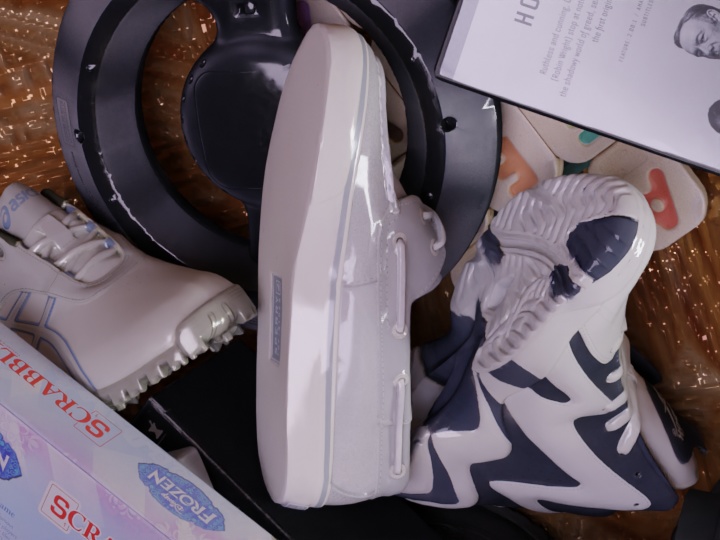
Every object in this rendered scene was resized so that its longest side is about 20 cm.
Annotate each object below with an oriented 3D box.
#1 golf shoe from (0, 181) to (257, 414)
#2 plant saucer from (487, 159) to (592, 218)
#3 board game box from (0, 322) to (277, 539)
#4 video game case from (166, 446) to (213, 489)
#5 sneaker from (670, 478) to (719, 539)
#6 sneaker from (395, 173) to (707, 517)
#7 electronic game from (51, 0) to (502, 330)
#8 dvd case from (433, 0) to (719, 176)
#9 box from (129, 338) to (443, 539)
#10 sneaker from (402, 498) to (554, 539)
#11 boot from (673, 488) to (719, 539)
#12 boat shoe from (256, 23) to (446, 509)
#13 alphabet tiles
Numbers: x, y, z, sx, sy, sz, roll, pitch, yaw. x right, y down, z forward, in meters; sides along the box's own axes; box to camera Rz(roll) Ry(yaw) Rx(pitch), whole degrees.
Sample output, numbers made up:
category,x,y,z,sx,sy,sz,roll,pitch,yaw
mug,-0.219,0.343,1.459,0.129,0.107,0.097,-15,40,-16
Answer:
category,x,y,z,sx,sy,sz,roll,pitch,yaw
golf shoe,-0.126,0.008,1.209,0.200,0.078,0.097,-7,113,52
plant saucer,0.112,-0.093,1.182,0.200,0.019,0.070,-32,95,24
board game box,-0.125,0.151,1.190,0.200,0.041,0.200,37,127,14
video game case,-0.089,0.181,1.218,0.143,0.018,0.200,-16,101,36
sneaker,0.198,0.054,1.180,0.200,0.074,0.089,-40,70,31
sneaker,0.102,0.041,1.175,0.130,0.080,0.199,14,132,-21
electronic game,-0.037,-0.065,1.194,0.200,0.042,0.200,7,115,16
dvd case,0.147,-0.116,1.125,0.200,0.025,0.150,19,96,2
box,-0.071,0.151,1.252,0.141,0.079,0.200,43,126,7
sneaker,0.075,0.179,1.243,0.200,0.082,0.073,48,116,0
boot,0.207,0.171,1.157,0.162,0.073,0.198,11,135,14
boat shoe,0.000,0.000,1.150,0.068,0.072,0.200,0,97,-18
alphabet tiles,0.045,-0.069,1.191,0.200,0.015,0.196,-36,94,29
